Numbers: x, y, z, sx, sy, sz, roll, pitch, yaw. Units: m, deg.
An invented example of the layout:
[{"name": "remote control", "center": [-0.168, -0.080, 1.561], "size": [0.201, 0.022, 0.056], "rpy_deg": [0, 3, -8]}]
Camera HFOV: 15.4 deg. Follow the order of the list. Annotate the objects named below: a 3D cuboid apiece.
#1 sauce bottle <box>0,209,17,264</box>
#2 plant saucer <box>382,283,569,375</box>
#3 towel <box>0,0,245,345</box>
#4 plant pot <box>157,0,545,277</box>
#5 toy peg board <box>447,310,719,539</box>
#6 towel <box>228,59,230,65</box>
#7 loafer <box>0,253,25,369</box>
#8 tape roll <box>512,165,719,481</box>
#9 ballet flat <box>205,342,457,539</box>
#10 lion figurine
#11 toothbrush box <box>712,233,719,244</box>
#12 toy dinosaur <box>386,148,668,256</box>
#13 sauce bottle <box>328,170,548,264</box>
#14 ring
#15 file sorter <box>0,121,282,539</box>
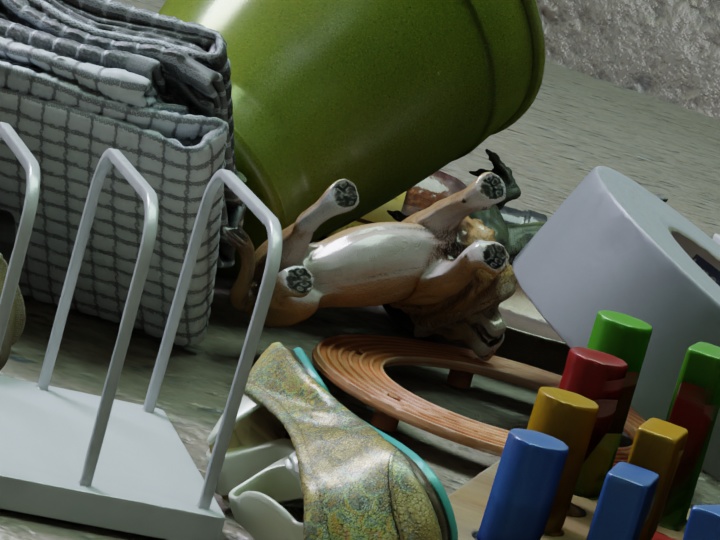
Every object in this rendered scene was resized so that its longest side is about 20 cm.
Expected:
[{"name": "sauce bottle", "center": [-0.257, -0.025, 1.212], "size": [0.200, 0.065, 0.065], "rpy_deg": [14, 10, -24]}, {"name": "plant saucer", "center": [0.094, 0.031, 1.531], "size": [0.200, 0.032, 0.200], "rpy_deg": [15, 11, -3]}, {"name": "towel", "center": [-0.149, -0.066, 1.276], "size": [0.200, 0.166, 0.086], "rpy_deg": [17, 54, 10]}, {"name": "plant pot", "center": [-0.035, -0.100, 1.440], "size": [0.200, 0.201, 0.193], "rpy_deg": [22, 51, 31]}, {"name": "toy peg board", "center": [0.141, 0.092, 1.090], "size": [0.200, 0.098, 0.199], "rpy_deg": [18, 10, 15]}, {"name": "towel", "center": [-0.138, -0.067, 1.359], "size": [0.147, 0.200, 0.024], "rpy_deg": [18, 55, 6]}, {"name": "loafer", "center": [-0.204, -0.036, 1.149], "size": [0.067, 0.076, 0.200], "rpy_deg": [-25, 66, -43]}, {"name": "tape roll", "center": [0.170, 0.037, 1.310], "size": [0.200, 0.066, 0.200], "rpy_deg": [38, 12, -10]}, {"name": "ballet flat", "center": [-0.025, 0.077, 1.040], "size": [0.071, 0.071, 0.200], "rpy_deg": [12, 9, -21]}, {"name": "lion figurine", "center": [0.000, 0.000, 1.332], "size": [0.200, 0.073, 0.122], "rpy_deg": [3, -19, -28]}, {"name": "toothbrush box", "center": [0.308, 0.053, 1.590], "size": [0.200, 0.086, 0.146], "rpy_deg": [13, 10, -8]}, {"name": "toy dinosaur", "center": [0.061, -0.023, 1.462], "size": [0.200, 0.048, 0.088], "rpy_deg": [-16, 28, -10]}, {"name": "sauce bottle", "center": [0.020, -0.042, 1.724], "size": [0.200, 0.066, 0.066], "rpy_deg": [17, 10, -6]}, {"name": "ring", "center": [0.071, 0.072, 1.314], "size": [0.200, 0.019, 0.200], "rpy_deg": [16, 11, -3]}, {"name": "file sorter", "center": [-0.147, 0.009, 1.020], "size": [0.200, 0.125, 0.139], "rpy_deg": [12, 10, -17]}]
